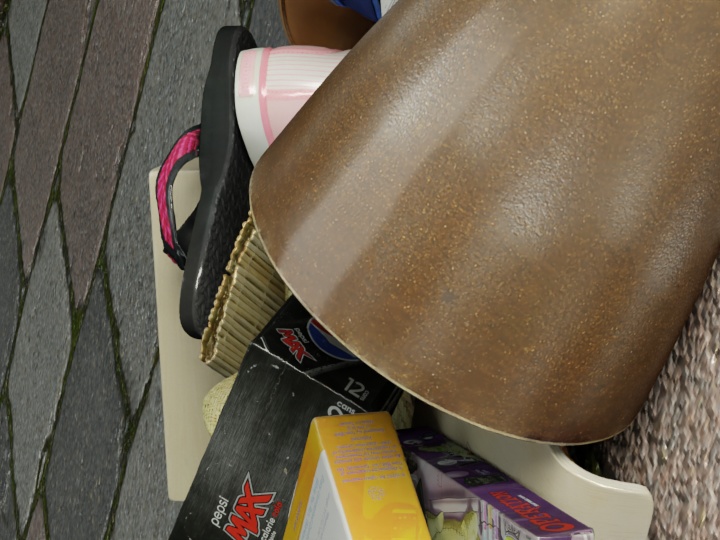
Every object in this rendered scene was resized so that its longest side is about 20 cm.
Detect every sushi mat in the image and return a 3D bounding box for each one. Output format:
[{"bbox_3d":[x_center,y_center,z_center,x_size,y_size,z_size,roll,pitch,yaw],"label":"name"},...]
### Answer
[{"bbox_3d":[-0.044,0.026,1.362,0.200,0.012,0.096,44,-115,-71],"label":"sushi mat"}]

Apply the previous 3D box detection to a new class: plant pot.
[{"bbox_3d":[0.083,-0.069,0.945,0.200,0.186,0.187,-58,26,29],"label":"plant pot"}]

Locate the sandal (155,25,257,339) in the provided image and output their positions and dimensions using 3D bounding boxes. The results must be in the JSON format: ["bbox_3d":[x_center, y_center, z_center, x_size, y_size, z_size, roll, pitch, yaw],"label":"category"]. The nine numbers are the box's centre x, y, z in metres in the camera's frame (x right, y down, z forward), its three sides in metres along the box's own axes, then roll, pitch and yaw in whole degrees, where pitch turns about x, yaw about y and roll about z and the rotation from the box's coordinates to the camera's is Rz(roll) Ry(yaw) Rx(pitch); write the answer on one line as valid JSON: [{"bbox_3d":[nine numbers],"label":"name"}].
[{"bbox_3d":[-0.086,-0.046,1.340,0.075,0.045,0.201,70,-160,-55],"label":"sandal"}]

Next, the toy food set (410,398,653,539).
[{"bbox_3d":[0.075,0.081,1.058,0.200,0.060,0.144,-111,25,-48],"label":"toy food set"}]

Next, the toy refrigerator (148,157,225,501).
[{"bbox_3d":[-0.077,0.034,1.461,0.070,0.076,0.201,-39,-53,-74],"label":"toy refrigerator"}]

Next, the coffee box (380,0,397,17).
[{"bbox_3d":[0.094,-0.152,1.026,0.200,0.114,0.080,120,154,-48],"label":"coffee box"}]

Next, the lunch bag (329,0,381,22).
[{"bbox_3d":[0.011,-0.237,1.250,0.201,0.132,0.136,-61,-13,-9],"label":"lunch bag"}]

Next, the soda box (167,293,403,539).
[{"bbox_3d":[-0.041,0.104,1.156,0.063,0.071,0.200,-50,-13,-52],"label":"soda box"}]

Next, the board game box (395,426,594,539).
[{"bbox_3d":[0.048,0.143,1.007,0.200,0.032,0.121,-156,61,-71],"label":"board game box"}]

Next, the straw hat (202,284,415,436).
[{"bbox_3d":[-0.037,0.087,1.250,0.201,0.085,0.202,162,90,-74],"label":"straw hat"}]

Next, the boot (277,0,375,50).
[{"bbox_3d":[0.008,-0.172,1.404,0.155,0.073,0.201,-109,29,-50],"label":"boot"}]

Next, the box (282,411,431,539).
[{"bbox_3d":[0.011,0.174,1.027,0.119,0.041,0.200,105,153,-47],"label":"box"}]

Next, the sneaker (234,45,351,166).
[{"bbox_3d":[-0.001,-0.063,1.395,0.200,0.104,0.076,68,-161,-59],"label":"sneaker"}]
